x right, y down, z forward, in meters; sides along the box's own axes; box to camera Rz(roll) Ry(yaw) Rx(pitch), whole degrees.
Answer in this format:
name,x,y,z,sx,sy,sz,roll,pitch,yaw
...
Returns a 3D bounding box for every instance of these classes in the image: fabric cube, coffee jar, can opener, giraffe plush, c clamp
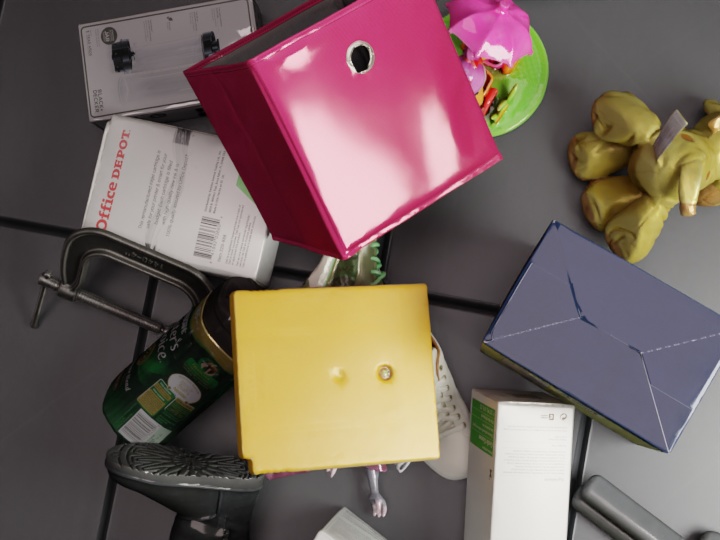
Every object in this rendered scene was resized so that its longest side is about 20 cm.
name,x,y,z,sx,sy,sz,roll,pitch,yaw
fabric cube,-0.020,-0.152,1.096,0.196,0.200,0.200,-32,109,-19
coffee jar,-0.172,0.096,1.176,0.200,0.104,0.085,-40,106,20
can opener,0.318,0.274,1.175,0.200,0.053,0.067,37,56,9
giraffe plush,0.336,-0.115,1.166,0.161,0.200,0.173,-11,78,-25
c clamp,-0.256,0.028,1.230,0.199,0.027,0.171,19,129,0

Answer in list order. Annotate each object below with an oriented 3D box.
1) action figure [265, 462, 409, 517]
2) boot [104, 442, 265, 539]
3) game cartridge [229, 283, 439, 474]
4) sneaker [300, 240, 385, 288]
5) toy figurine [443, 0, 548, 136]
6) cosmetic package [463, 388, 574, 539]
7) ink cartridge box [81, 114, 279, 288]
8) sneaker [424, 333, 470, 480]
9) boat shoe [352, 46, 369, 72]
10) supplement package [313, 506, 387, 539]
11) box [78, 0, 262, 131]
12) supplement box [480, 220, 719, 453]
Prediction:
name,x,y,z,sx,sy,sz,roll,pitch,yaw
action figure,-0.021,0.169,1.197,0.199,0.134,0.150,0,57,9
boot,-0.194,0.286,1.166,0.164,0.066,0.201,11,106,-9
game cartridge,-0.025,0.104,1.108,0.199,0.032,0.177,-2,82,-15
sneaker,0.000,0.000,1.220,0.088,0.077,0.201,30,95,4
toy figurine,0.112,-0.208,1.171,0.150,0.184,0.201,31,88,8
cosmetic package,0.158,0.226,1.141,0.084,0.108,0.201,4,90,-9
ink cartridge box,-0.185,-0.075,1.235,0.199,0.084,0.147,13,86,6
sneaker,0.066,0.129,1.190,0.073,0.085,0.201,-25,84,1
boat shoe,0.018,-0.246,1.245,0.062,0.071,0.201,11,81,4
supplement package,-0.023,0.361,1.115,0.147,0.200,0.192,35,89,8
box,-0.205,-0.229,1.266,0.199,0.060,0.117,-10,83,5
supplement box,0.235,0.069,1.120,0.199,0.200,0.135,31,87,8
